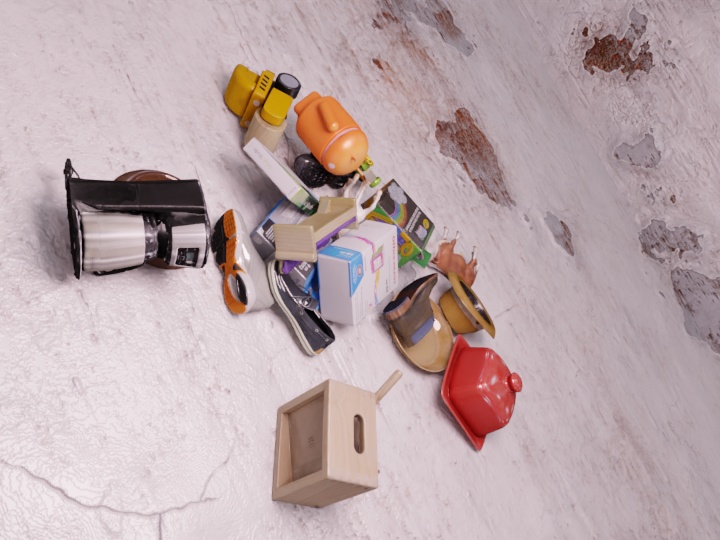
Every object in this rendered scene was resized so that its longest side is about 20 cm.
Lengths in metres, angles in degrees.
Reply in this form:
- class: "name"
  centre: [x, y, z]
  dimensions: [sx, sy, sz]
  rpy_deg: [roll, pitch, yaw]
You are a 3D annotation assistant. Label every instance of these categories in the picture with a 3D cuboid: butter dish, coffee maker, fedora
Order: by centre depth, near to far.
- class: "coffee maker"
  centre: [-0.346, -0.090, 0.948]
  dimensions: [0.198, 0.134, 0.195]
  rpy_deg: [-4, 79, -29]
- class: "butter dish"
  centre: [0.289, 0.261, 1.356]
  dimensions: [0.200, 0.147, 0.201]
  rpy_deg: [56, 37, -22]
- class: "fedora"
  centre: [0.248, 0.098, 1.476]
  dimensions: [0.201, 0.081, 0.201]
  rpy_deg: [49, 17, -20]

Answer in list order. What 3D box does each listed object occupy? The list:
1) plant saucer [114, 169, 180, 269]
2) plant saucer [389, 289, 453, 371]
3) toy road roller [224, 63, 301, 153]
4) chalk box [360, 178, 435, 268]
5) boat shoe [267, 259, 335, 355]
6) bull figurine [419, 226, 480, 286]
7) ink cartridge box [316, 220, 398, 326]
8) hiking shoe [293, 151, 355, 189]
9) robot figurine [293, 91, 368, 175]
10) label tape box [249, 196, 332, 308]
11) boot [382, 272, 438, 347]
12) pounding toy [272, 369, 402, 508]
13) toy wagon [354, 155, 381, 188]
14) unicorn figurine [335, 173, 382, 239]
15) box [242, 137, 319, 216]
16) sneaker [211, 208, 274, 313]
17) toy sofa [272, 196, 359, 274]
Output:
- class: "plant saucer"
  centre: [-0.347, -0.099, 1.074]
  dimensions: [0.199, 0.034, 0.202]
  rpy_deg: [25, 49, -33]
- class: "plant saucer"
  centre: [0.132, 0.140, 1.387]
  dimensions: [0.199, 0.035, 0.202]
  rpy_deg: [26, 48, -31]
- class: "toy road roller"
  centre: [-0.225, -0.351, 1.305]
  dimensions: [0.145, 0.123, 0.202]
  rpy_deg: [23, 45, -14]
- class: "chalk box"
  centre: [0.084, -0.085, 1.425]
  dimensions: [0.200, 0.124, 0.125]
  rpy_deg: [47, 40, -11]
- class: "boat shoe"
  centre: [-0.110, 0.064, 1.143]
  dimensions: [0.202, 0.062, 0.075]
  rpy_deg: [62, 16, -11]
- class: "bull figurine"
  centre: [0.233, -0.035, 1.570]
  dimensions: [0.200, 0.065, 0.122]
  rpy_deg: [39, 75, -30]
- class: "ink cartridge box"
  centre: [0.000, 0.000, 1.263]
  dimensions: [0.200, 0.084, 0.146]
  rpy_deg: [-40, 134, -51]
- class: "hiking shoe"
  centre: [-0.097, -0.246, 1.396]
  dimensions: [0.199, 0.076, 0.101]
  rpy_deg: [2, 53, -60]
- class: "robot figurine"
  centre: [-0.061, -0.287, 1.296]
  dimensions: [0.116, 0.144, 0.201]
  rpy_deg: [-24, 68, -42]
- class: "label tape box"
  centre: [-0.121, -0.035, 1.230]
  dimensions: [0.200, 0.066, 0.144]
  rpy_deg: [44, 41, -12]
- class: "boot"
  centre: [0.129, 0.084, 1.351]
  dimensions: [0.200, 0.074, 0.098]
  rpy_deg: [-38, 104, -43]
- class: "pounding toy"
  centre: [-0.035, 0.271, 1.017]
  dimensions: [0.141, 0.184, 0.202]
  rpy_deg: [24, 49, -32]
- class: "toy wagon"
  centre: [-0.012, -0.262, 1.424]
  dimensions: [0.156, 0.039, 0.200]
  rpy_deg: [52, 2, -17]
- class: "unicorn figurine"
  centre: [-0.018, -0.137, 1.339]
  dimensions: [0.073, 0.138, 0.200]
  rpy_deg: [33, 8, -10]
- class: "box"
  centre: [-0.145, -0.178, 1.224]
  dimensions: [0.144, 0.036, 0.200]
  rpy_deg: [47, 5, 13]
- class: "sneaker"
  centre: [-0.213, -0.016, 1.131]
  dimensions: [0.091, 0.075, 0.203]
  rpy_deg: [6, 67, -52]
- class: "toy sofa"
  centre: [-0.077, -0.066, 1.138]
  dimensions: [0.200, 0.082, 0.099]
  rpy_deg: [-42, 131, -58]
